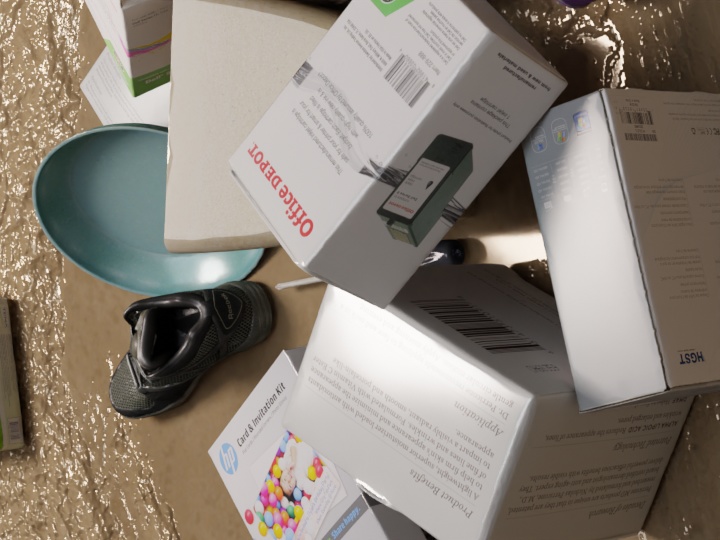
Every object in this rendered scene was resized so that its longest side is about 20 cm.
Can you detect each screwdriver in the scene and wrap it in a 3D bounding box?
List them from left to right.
[{"bbox_3d":[0.000,0.000,1.655,0.200,0.029,0.028,-10,85,37],"label":"screwdriver"}]

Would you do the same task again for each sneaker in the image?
[{"bbox_3d":[-0.176,0.070,1.771,0.199,0.114,0.076,-32,69,41],"label":"sneaker"}]

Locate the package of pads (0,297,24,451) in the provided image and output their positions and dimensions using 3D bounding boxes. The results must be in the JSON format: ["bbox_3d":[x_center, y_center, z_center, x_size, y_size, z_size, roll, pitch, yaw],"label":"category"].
[{"bbox_3d":[-0.413,0.105,2.022,0.200,0.068,0.155,-9,88,42],"label":"package of pads"}]

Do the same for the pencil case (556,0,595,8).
[{"bbox_3d":[0.199,-0.259,1.428,0.200,0.084,0.086,-30,37,38],"label":"pencil case"}]

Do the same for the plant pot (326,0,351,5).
[{"bbox_3d":[0.036,-0.260,1.538,0.093,0.201,0.201,42,127,-10],"label":"plant pot"}]

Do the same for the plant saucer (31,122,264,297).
[{"bbox_3d":[-0.173,-0.057,1.741,0.200,0.200,0.036,-34,31,39],"label":"plant saucer"}]

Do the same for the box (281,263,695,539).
[{"bbox_3d":[0.091,0.095,1.466,0.199,0.200,0.131,32,112,36],"label":"box"}]

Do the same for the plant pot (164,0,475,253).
[{"bbox_3d":[-0.016,-0.110,1.571,0.177,0.200,0.200,6,96,28],"label":"plant pot"}]

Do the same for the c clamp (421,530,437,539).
[{"bbox_3d":[0.025,0.136,1.645,0.171,0.027,0.200,-33,71,40],"label":"c clamp"}]

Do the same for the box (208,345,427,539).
[{"bbox_3d":[-0.036,0.184,1.679,0.156,0.041,0.200,-53,57,42],"label":"box"}]

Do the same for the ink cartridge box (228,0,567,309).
[{"bbox_3d":[0.020,-0.098,1.394,0.200,0.084,0.146,-51,40,13],"label":"ink cartridge box"}]

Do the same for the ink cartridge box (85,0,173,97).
[{"bbox_3d":[-0.174,-0.232,1.598,0.117,0.067,0.200,63,169,16],"label":"ink cartridge box"}]

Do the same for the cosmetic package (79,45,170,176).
[{"bbox_3d":[-0.139,-0.183,1.744,0.200,0.081,0.113,-47,62,33],"label":"cosmetic package"}]

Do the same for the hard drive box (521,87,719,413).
[{"bbox_3d":[0.199,-0.015,1.390,0.077,0.156,0.200,-19,79,42],"label":"hard drive box"}]
